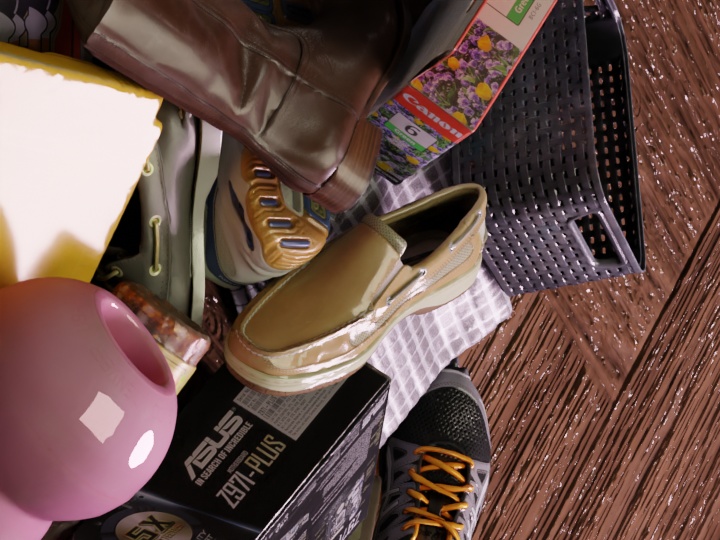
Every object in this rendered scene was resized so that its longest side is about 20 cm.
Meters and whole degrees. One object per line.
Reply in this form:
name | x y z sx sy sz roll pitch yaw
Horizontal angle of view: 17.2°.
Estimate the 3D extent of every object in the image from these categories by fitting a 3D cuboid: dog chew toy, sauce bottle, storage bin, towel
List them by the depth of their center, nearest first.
dog chew toy | -0.192 0.093 1.208 0.200 0.125 0.125 -35 142 11
sauce bottle | -0.161 0.101 1.292 0.200 0.066 0.066 -56 142 0
towel | 0.005 0.005 1.495 0.166 0.085 0.200 -51 137 -29
storage bin | 0.117 -0.100 1.523 0.135 0.094 0.201 54 29 -56

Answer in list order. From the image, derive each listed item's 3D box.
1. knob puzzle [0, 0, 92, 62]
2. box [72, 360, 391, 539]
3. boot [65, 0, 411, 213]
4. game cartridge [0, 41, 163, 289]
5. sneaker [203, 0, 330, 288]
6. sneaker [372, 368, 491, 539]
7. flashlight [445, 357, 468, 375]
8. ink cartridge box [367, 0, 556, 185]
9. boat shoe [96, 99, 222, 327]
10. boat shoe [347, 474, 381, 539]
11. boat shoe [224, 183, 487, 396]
knob puzzle | -0.201 -0.066 1.245 0.219 0.030 0.220 -23 119 -48
box | -0.077 0.149 1.384 0.200 0.086 0.164 -49 162 -31
boot | -0.068 -0.148 1.289 0.200 0.064 0.187 32 42 -27
game cartridge | -0.203 -0.033 1.206 0.200 0.032 0.177 10 111 -53
sneaker | -0.073 -0.087 1.370 0.075 0.088 0.201 15 62 -36
sneaker | 0.045 0.162 1.539 0.077 0.078 0.201 142 -40 -79
flashlight | 0.047 0.164 1.623 0.068 0.068 0.201 -8 109 -14
ink cartridge box | 0.061 -0.124 1.350 0.050 0.200 0.109 36 70 -9
boat shoe | -0.121 -0.021 1.337 0.060 0.072 0.202 -5 118 -25
boat shoe | -0.039 0.214 1.490 0.072 0.068 0.200 112 -9 -56
boat shoe | 0.000 0.000 1.361 0.200 0.072 0.076 -34 154 -42
